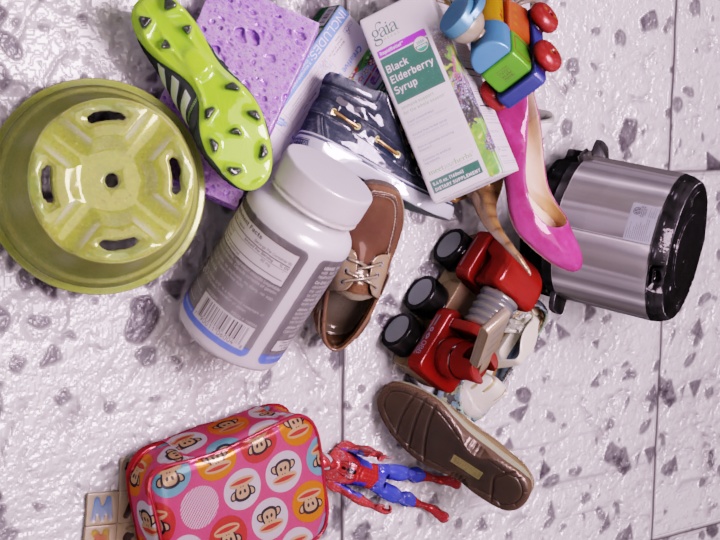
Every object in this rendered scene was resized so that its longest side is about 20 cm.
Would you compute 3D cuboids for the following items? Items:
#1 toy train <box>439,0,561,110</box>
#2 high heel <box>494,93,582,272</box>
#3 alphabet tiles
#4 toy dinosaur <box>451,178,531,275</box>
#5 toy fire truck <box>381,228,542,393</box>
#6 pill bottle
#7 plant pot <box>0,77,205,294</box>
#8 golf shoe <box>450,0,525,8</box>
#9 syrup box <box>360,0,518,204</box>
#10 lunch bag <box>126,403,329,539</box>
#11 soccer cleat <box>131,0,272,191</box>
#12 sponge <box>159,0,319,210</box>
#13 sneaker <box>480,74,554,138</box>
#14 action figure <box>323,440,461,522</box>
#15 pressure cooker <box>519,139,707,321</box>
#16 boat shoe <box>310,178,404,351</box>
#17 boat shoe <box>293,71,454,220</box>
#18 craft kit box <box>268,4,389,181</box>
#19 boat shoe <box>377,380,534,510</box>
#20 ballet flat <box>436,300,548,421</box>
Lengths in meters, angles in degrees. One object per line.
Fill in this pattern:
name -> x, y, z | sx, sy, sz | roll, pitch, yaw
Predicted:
toy train -> 0.134, -0.263, 1.206 | 0.116, 0.085, 0.200 | 38, 36, -27
high heel -> 0.195, -0.095, 1.258 | 0.200, 0.096, 0.067 | 56, 35, -1
alphabet tiles -> -0.204, 0.285, 1.217 | 0.166, 0.006, 0.201 | 1, 96, -34
toy dinosaur -> 0.130, -0.089, 1.298 | 0.106, 0.200, 0.061 | 2, 138, 3
toy fire truck -> 0.131, 0.044, 1.283 | 0.129, 0.200, 0.176 | 41, 75, -31
pill bottle -> -0.080, -0.013, 1.146 | 0.114, 0.114, 0.200 | 21, 113, -34
plant pot -> -0.218, -0.072, 1.016 | 0.200, 0.184, 0.201 | -1, 93, -16
golf shoe -> 0.140, -0.278, 1.321 | 0.094, 0.078, 0.201 | -14, 94, -28
syrup box -> 0.080, -0.176, 1.204 | 0.201, 0.079, 0.081 | 68, 22, 1
lunch bag -> -0.127, 0.241, 1.208 | 0.200, 0.082, 0.177 | -16, 106, -31
soccer cleat -> -0.143, -0.164, 1.100 | 0.067, 0.081, 0.200 | -32, 96, -9
sponge -> -0.130, -0.169, 1.154 | 0.111, 0.030, 0.201 | 24, 83, -4
sneaker -> 0.128, -0.208, 1.288 | 0.200, 0.088, 0.074 | 40, 34, -17
action figure -> 0.039, 0.236, 1.318 | 0.200, 0.099, 0.065 | 22, 85, -31
pressure cooker -> 0.283, -0.046, 1.380 | 0.176, 0.199, 0.179 | -49, 143, -42
boat shoe -> 0.000, 0.000, 1.214 | 0.075, 0.072, 0.200 | 7, 127, -12
boat shoe -> 0.030, -0.124, 1.220 | 0.200, 0.071, 0.091 | 25, 85, -33
craft kit box -> -0.020, -0.137, 1.253 | 0.197, 0.048, 0.200 | 42, 75, -28
boat shoe -> 0.107, 0.191, 1.342 | 0.200, 0.076, 0.072 | 40, 110, 6
ballet flat -> 0.153, 0.111, 1.388 | 0.074, 0.074, 0.200 | 38, 77, -31
